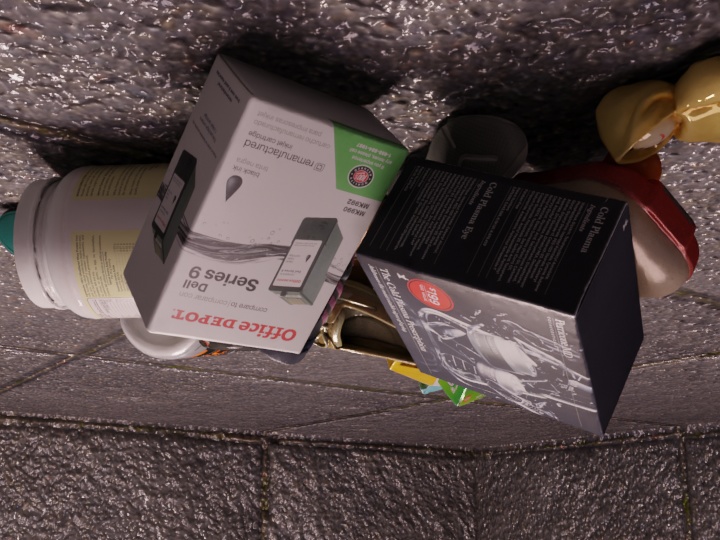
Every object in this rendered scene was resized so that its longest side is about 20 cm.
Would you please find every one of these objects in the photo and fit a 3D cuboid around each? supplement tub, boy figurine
[{"bbox_3d":[-0.202,-0.028,0.828,0.199,0.146,0.145,-1,164,6],"label":"supplement tub"},{"bbox_3d":[0.278,-0.122,0.652,0.199,0.065,0.124,-5,166,11],"label":"boy figurine"},{"bbox_3d":[-0.192,0.043,1.074,0.122,0.123,0.200,-5,176,18],"label":"supplement tub"}]

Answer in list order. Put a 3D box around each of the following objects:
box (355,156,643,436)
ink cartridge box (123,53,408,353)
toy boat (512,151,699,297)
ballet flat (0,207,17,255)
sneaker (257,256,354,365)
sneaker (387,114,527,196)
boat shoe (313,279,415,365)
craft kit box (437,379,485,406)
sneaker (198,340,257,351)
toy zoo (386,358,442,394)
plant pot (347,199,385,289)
[{"bbox_3d":[0.121,0.023,0.720,0.181,0.104,0.200,15,153,31],"label":"box"},{"bbox_3d":[-0.076,-0.043,0.688,0.145,0.084,0.201,12,116,-36],"label":"ink cartridge box"},{"bbox_3d":[0.215,-0.058,0.772,0.130,0.131,0.200,44,164,-18],"label":"toy boat"},{"bbox_3d":[-0.294,-0.022,0.961,0.199,0.073,0.073,15,165,9],"label":"ballet flat"},{"bbox_3d":[-0.050,0.012,0.841,0.070,0.200,0.082,33,116,-7],"label":"sneaker"},{"bbox_3d":[0.096,-0.088,0.784,0.080,0.071,0.200,-10,171,-25],"label":"sneaker"},{"bbox_3d":[0.001,0.061,0.957,0.200,0.063,0.074,14,123,6],"label":"boat shoe"},{"bbox_3d":[0.197,0.044,0.959,0.199,0.049,0.198,-14,137,-35],"label":"craft kit box"},{"bbox_3d":[-0.129,0.016,0.921,0.073,0.087,0.200,1,-158,-2],"label":"sneaker"},{"bbox_3d":[0.117,0.071,1.015,0.131,0.021,0.201,14,123,-25],"label":"toy zoo"},{"bbox_3d":[0.000,0.000,0.980,0.199,0.028,0.201,1,137,1],"label":"plant pot"}]
